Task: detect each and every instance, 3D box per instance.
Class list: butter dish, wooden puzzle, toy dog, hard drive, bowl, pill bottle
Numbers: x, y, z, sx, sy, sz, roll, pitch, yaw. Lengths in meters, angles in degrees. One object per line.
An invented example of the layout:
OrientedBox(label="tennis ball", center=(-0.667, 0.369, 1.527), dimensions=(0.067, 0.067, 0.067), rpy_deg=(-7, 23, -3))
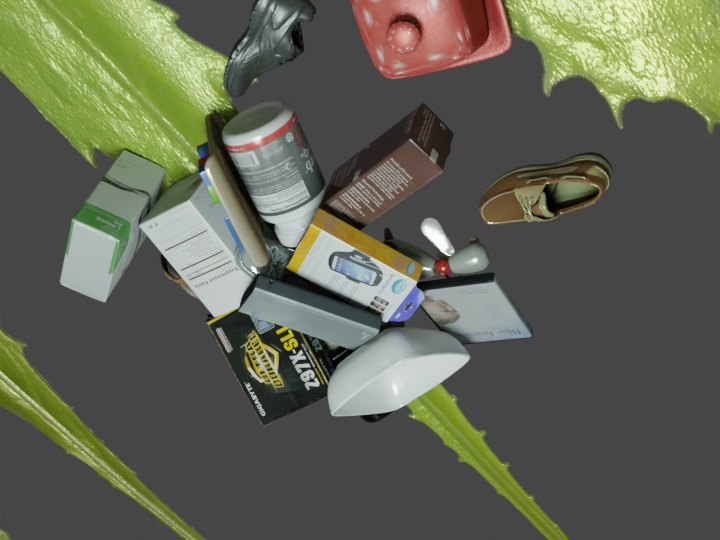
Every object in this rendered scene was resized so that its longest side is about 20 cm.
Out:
OrientedBox(label="butter dish", center=(0.069, -0.323, 1.261), dimensions=(0.198, 0.148, 0.201), rpy_deg=(-7, 124, 26))
OrientedBox(label="wooden puzzle", center=(-0.196, -0.119, 1.482), dimensions=(0.046, 0.200, 0.186), rpy_deg=(-22, 119, 6))
OrientedBox(label="toy dog", center=(0.097, -0.030, 1.521), dimensions=(0.198, 0.097, 0.132), rpy_deg=(3, 152, 4))
OrientedBox(label="hard drive", center=(-0.079, 0.066, 1.519), dimensions=(0.198, 0.033, 0.140), rpy_deg=(19, 160, -11))
OrientedBox(label="bowl", center=(0.053, 0.154, 1.586), dimensions=(0.200, 0.199, 0.075), rpy_deg=(-38, 65, 31))
OrientedBox(label="pill bottle", center=(-0.118, -0.143, 1.490), dimensions=(0.115, 0.116, 0.201), rpy_deg=(-9, 123, 25))

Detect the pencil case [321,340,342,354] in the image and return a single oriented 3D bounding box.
OrientedBox(label="pencil case", center=(-0.064, 0.079, 1.667), dimensions=(0.089, 0.078, 0.201), rpy_deg=(-3, 129, -4))

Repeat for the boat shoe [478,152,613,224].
OrientedBox(label="boat shoe", center=(0.258, -0.108, 1.407), dimensions=(0.199, 0.074, 0.076), rpy_deg=(-20, 117, 31))

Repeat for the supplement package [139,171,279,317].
OrientedBox(label="supplement package", center=(-0.232, -0.049, 1.601), dimensions=(0.119, 0.122, 0.200), rpy_deg=(-22, 117, 32))

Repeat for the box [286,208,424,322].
OrientedBox(label="box", center=(0.000, 0.000, 1.467), dimensions=(0.199, 0.042, 0.119), rpy_deg=(28, 140, -7))

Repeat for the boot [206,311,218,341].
OrientedBox(label="boot", center=(-0.176, 0.144, 1.732), dimensions=(0.199, 0.076, 0.169), rpy_deg=(11, 137, 46))

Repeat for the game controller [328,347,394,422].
OrientedBox(label="game controller", center=(0.012, 0.189, 1.703), dimensions=(0.104, 0.042, 0.200), rpy_deg=(-29, 134, 11))

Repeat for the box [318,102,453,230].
OrientedBox(label="box", center=(0.036, -0.143, 1.442), dimensions=(0.199, 0.100, 0.075), rpy_deg=(-32, 114, 35))

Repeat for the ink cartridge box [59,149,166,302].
OrientedBox(label="ink cartridge box", center=(-0.395, -0.074, 1.592), dimensions=(0.084, 0.201, 0.147), rpy_deg=(23, 132, -3))

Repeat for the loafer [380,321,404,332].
OrientedBox(label="loafer", center=(0.014, 0.046, 1.615), dimensions=(0.068, 0.076, 0.201), rpy_deg=(-9, 123, 19))

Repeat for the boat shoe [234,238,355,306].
OrientedBox(label="boat shoe", center=(-0.098, 0.008, 1.531), dimensions=(0.201, 0.065, 0.075), rpy_deg=(28, 88, -10))

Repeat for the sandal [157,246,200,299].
OrientedBox(label="sandal", center=(-0.307, -0.016, 1.691), dimensions=(0.081, 0.055, 0.201), rpy_deg=(3, 137, 19))

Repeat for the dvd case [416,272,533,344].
OrientedBox(label="dvd case", center=(0.174, 0.064, 1.556), dimensions=(0.142, 0.018, 0.200), rpy_deg=(-8, 148, 25))

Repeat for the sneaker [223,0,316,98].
OrientedBox(label="sneaker", center=(-0.130, -0.312, 1.396), dimensions=(0.090, 0.076, 0.200), rpy_deg=(27, 134, -11))

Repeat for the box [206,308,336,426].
OrientedBox(label="box", center=(-0.142, 0.138, 1.642), dimensions=(0.159, 0.049, 0.201), rpy_deg=(-27, 92, 27))
